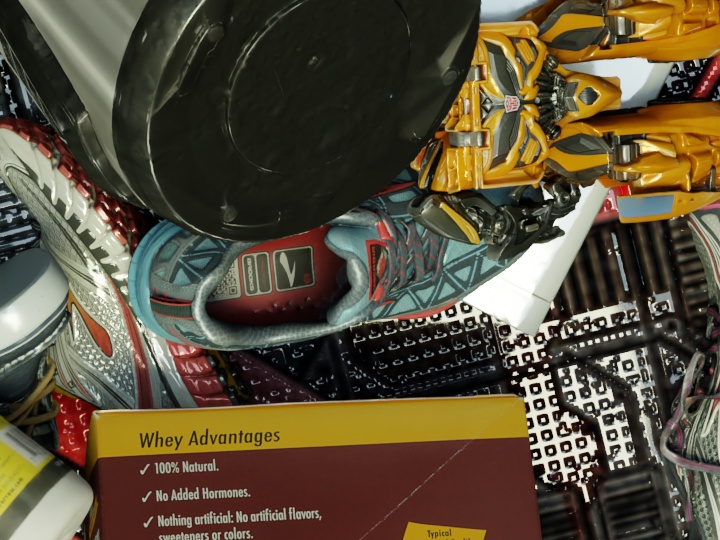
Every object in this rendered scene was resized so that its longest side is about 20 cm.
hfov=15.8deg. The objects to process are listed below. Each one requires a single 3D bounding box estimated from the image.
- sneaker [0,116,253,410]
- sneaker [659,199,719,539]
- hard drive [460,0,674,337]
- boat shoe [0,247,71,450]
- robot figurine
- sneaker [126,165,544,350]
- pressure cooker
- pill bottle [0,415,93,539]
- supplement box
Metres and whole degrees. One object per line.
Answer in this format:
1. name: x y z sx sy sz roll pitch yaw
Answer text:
1. sneaker: -0.127 0.018 1.226 0.082 0.078 0.201 -30 95 6
2. sneaker: 0.175 0.065 1.224 0.074 0.081 0.202 -6 97 4
3. hard drive: 0.070 -0.087 1.234 0.131 0.027 0.201 27 96 -2
4. boat shoe: -0.163 0.053 1.187 0.071 0.200 0.091 -42 101 -28
5. robot figurine: 0.103 -0.082 1.162 0.199 0.058 0.146 -8 99 -29
6. sneaker: 0.000 0.000 1.171 0.199 0.095 0.080 -17 104 -15
7. pressure cooker: -0.066 -0.130 1.087 0.178 0.200 0.177 -7 131 -37
8. pill bottle: -0.222 0.079 1.105 0.199 0.111 0.112 36 96 3
9. supplement box: -0.021 0.174 1.160 0.196 0.133 0.202 -2 67 -9
